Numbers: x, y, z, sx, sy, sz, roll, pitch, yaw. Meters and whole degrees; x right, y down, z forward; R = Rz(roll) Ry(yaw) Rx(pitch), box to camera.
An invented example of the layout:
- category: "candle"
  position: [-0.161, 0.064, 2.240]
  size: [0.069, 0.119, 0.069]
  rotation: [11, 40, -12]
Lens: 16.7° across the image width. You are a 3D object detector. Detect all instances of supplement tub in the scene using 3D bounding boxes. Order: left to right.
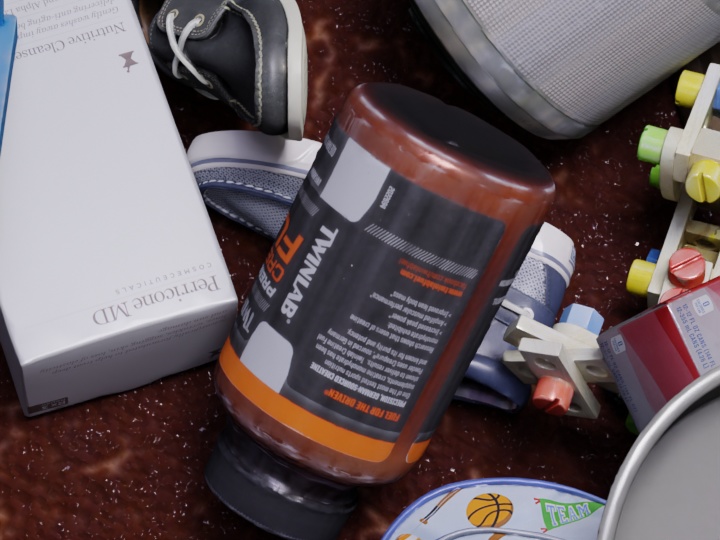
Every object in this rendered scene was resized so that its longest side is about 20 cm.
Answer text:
- category: "supplement tub"
  position: [0.001, 0.023, 1.114]
  size: [0.107, 0.107, 0.200]
  rotation: [28, 105, 6]

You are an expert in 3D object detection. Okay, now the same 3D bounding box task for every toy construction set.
- category: "toy construction set"
  position: [0.150, 0.001, 1.177]
  size: [0.092, 0.131, 0.200]
  rotation: [30, 69, 19]

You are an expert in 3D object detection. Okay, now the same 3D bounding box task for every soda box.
- category: "soda box"
  position: [0.184, 0.101, 1.083]
  size: [0.070, 0.063, 0.201]
  rotation: [-23, 85, -30]

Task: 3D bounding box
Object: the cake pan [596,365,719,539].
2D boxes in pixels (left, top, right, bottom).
- category: "cake pan"
  position: [0.187, 0.130, 1.012]
  size: [0.199, 0.037, 0.201]
  rotation: [1, 83, -12]

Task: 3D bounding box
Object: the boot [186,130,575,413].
- category: "boot"
  position: [0.000, 0.000, 1.194]
  size: [0.199, 0.073, 0.091]
  rotation: [16, 71, 5]

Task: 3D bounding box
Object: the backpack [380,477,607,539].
- category: "backpack"
  position: [0.066, 0.188, 1.086]
  size: [0.199, 0.154, 0.191]
  rotation: [16, 58, 2]

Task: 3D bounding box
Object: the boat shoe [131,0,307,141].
- category: "boat shoe"
  position: [-0.067, -0.105, 1.181]
  size: [0.067, 0.200, 0.072]
  rotation: [-5, 109, -15]

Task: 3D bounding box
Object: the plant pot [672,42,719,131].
- category: "plant pot"
  position: [0.268, -0.117, 1.264]
  size: [0.200, 0.093, 0.202]
  rotation: [3, 66, -6]

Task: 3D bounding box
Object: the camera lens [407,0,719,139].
- category: "camera lens"
  position: [0.123, -0.173, 1.199]
  size: [0.200, 0.160, 0.160]
  rotation: [-35, 71, 22]

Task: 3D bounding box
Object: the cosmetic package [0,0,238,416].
- category: "cosmetic package"
  position: [-0.141, -0.043, 1.190]
  size: [0.112, 0.081, 0.201]
  rotation: [-19, 69, -12]

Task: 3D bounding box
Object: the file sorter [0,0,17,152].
- category: "file sorter"
  position: [-0.256, -0.116, 1.077]
  size: [0.199, 0.123, 0.139]
  rotation: [3, 42, -4]
